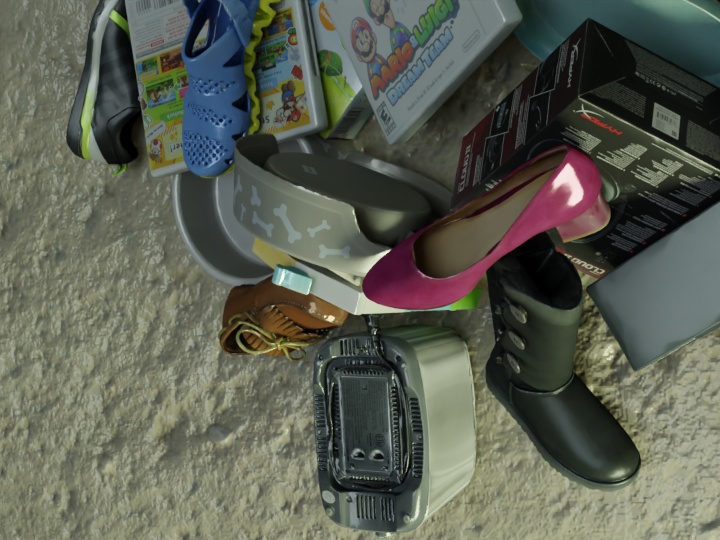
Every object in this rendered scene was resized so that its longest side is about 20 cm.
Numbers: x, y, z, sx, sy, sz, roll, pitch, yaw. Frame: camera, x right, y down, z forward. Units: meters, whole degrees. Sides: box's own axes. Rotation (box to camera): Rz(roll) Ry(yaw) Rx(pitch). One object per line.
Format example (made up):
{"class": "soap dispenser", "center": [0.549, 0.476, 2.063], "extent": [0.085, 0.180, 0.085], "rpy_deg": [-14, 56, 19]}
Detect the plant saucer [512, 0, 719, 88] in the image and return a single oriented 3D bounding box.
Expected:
{"class": "plant saucer", "center": [0.205, -0.180, 0.988], "extent": [0.198, 0.200, 0.028], "rpy_deg": [14, 76, 29]}

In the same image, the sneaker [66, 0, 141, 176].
{"class": "sneaker", "center": [-0.235, -0.198, 1.329], "extent": [0.082, 0.072, 0.203], "rpy_deg": [18, 106, 4]}

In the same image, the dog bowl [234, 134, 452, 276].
{"class": "dog bowl", "center": [-0.015, -0.053, 1.085], "extent": [0.198, 0.199, 0.059], "rpy_deg": [25, 108, 27]}

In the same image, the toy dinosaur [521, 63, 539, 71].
{"class": "toy dinosaur", "center": [0.214, -0.132, 1.023], "extent": [0.197, 0.101, 0.059], "rpy_deg": [15, 61, -2]}

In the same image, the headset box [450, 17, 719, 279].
{"class": "headset box", "center": [0.172, -0.080, 0.993], "extent": [0.200, 0.147, 0.078], "rpy_deg": [-42, 30, 55]}

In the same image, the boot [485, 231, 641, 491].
{"class": "boot", "center": [0.161, 0.070, 1.031], "extent": [0.164, 0.065, 0.201], "rpy_deg": [39, 152, 27]}

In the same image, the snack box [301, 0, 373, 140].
{"class": "snack box", "center": [-0.009, -0.240, 1.181], "extent": [0.142, 0.053, 0.201], "rpy_deg": [47, 115, 19]}

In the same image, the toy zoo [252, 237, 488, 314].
{"class": "toy zoo", "center": [0.000, 0.000, 1.100], "extent": [0.131, 0.198, 0.021], "rpy_deg": [31, 110, 39]}

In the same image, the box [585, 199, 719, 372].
{"class": "box", "center": [0.286, -0.015, 0.973], "extent": [0.199, 0.141, 0.080], "rpy_deg": [-36, 76, 29]}

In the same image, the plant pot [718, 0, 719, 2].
{"class": "plant pot", "center": [0.233, -0.305, 0.971], "extent": [0.185, 0.187, 0.203], "rpy_deg": [17, 85, 28]}

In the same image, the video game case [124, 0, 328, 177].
{"class": "video game case", "center": [-0.128, -0.197, 1.213], "extent": [0.198, 0.023, 0.185], "rpy_deg": [-12, 85, 31]}

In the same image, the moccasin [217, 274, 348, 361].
{"class": "moccasin", "center": [-0.074, 0.046, 1.148], "extent": [0.200, 0.073, 0.079], "rpy_deg": [-7, 59, 56]}

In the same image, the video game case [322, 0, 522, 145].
{"class": "video game case", "center": [0.036, -0.227, 1.060], "extent": [0.200, 0.023, 0.184], "rpy_deg": [-42, 69, 56]}

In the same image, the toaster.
{"class": "toaster", "center": [0.032, 0.124, 1.147], "extent": [0.112, 0.129, 0.203], "rpy_deg": [-2, 94, 30]}

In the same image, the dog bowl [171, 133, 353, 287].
{"class": "dog bowl", "center": [-0.097, -0.073, 1.248], "extent": [0.198, 0.058, 0.203], "rpy_deg": [3, 95, 31]}

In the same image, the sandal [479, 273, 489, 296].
{"class": "sandal", "center": [0.120, -0.075, 1.109], "extent": [0.077, 0.069, 0.214], "rpy_deg": [32, 110, 25]}

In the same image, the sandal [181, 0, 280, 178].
{"class": "sandal", "center": [-0.130, -0.182, 1.152], "extent": [0.079, 0.087, 0.203], "rpy_deg": [13, 100, 28]}

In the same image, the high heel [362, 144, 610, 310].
{"class": "high heel", "center": [0.078, -0.035, 0.941], "extent": [0.198, 0.096, 0.068], "rpy_deg": [-25, 56, 14]}
